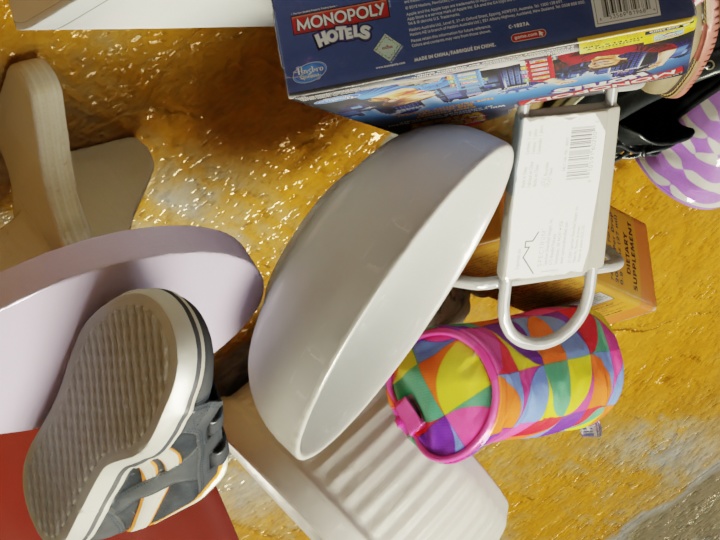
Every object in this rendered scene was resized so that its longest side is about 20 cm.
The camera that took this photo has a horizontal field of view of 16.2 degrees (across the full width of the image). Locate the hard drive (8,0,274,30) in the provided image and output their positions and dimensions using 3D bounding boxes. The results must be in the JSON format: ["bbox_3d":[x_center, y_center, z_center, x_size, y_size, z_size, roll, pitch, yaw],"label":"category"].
[{"bbox_3d":[-0.052,-0.149,1.222,0.199,0.027,0.132,-8,169,-45],"label":"hard drive"}]

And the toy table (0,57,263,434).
[{"bbox_3d":[-0.162,-0.003,1.283,0.199,0.117,0.184,-6,142,-44],"label":"toy table"}]

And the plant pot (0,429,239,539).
[{"bbox_3d":[-0.156,0.183,1.526,0.200,0.178,0.201,-27,152,-16],"label":"plant pot"}]

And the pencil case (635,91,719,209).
[{"bbox_3d":[0.244,-0.130,1.597,0.084,0.085,0.200,-38,162,-49],"label":"pencil case"}]

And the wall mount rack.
[{"bbox_3d":[0.074,-0.054,1.444,0.173,0.075,0.201,-7,116,-25],"label":"wall mount rack"}]

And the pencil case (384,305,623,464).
[{"bbox_3d":[0.090,0.068,1.548,0.088,0.088,0.200,-47,160,21],"label":"pencil case"}]

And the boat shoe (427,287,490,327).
[{"bbox_3d":[0.041,0.019,1.612,0.086,0.075,0.202,-33,156,-6],"label":"boat shoe"}]

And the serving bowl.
[{"bbox_3d":[0.000,0.000,1.347,0.200,0.066,0.200,-53,170,-14],"label":"serving bowl"}]

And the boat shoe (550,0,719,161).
[{"bbox_3d":[0.170,-0.097,1.571,0.074,0.062,0.200,-13,157,-42],"label":"boat shoe"}]

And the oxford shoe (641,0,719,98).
[{"bbox_3d":[0.159,-0.172,1.415,0.074,0.071,0.200,-13,139,-11],"label":"oxford shoe"}]

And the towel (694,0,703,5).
[{"bbox_3d":[0.119,-0.199,1.310,0.199,0.030,0.146,22,130,-28],"label":"towel"}]

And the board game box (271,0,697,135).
[{"bbox_3d":[0.066,-0.118,1.295,0.199,0.062,0.200,-10,174,4],"label":"board game box"}]

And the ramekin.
[{"bbox_3d":[0.003,0.129,1.618,0.105,0.200,0.200,-44,154,-7],"label":"ramekin"}]

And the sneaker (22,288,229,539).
[{"bbox_3d":[-0.102,0.067,1.254,0.079,0.079,0.200,-10,155,-31],"label":"sneaker"}]

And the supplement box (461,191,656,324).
[{"bbox_3d":[0.112,-0.017,1.605,0.069,0.067,0.200,-17,158,32],"label":"supplement box"}]
